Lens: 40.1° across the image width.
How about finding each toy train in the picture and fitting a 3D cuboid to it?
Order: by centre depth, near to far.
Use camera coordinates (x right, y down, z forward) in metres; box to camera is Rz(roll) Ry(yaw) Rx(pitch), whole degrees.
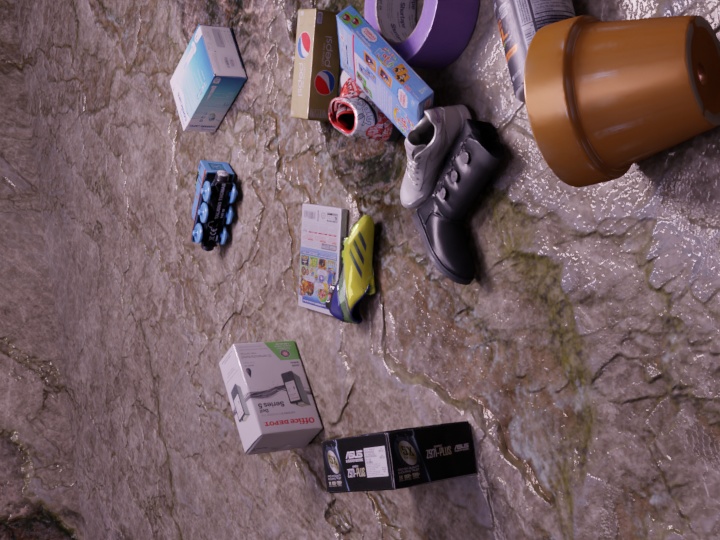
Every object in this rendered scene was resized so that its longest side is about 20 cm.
[{"bbox_3d":[-0.334,-0.146,2.223,0.115,0.086,0.202,-123,42,-51],"label":"toy train"}]

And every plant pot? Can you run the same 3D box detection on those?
[{"bbox_3d":[0.320,-0.213,1.158,0.182,0.199,0.203,-9,84,41],"label":"plant pot"}]

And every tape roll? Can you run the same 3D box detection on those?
[{"bbox_3d":[0.094,-0.425,1.566,0.199,0.084,0.203,1,91,57],"label":"tape roll"}]

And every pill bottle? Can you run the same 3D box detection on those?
[{"bbox_3d":[0.239,-0.337,1.333,0.106,0.105,0.202,-30,66,52],"label":"pill bottle"}]

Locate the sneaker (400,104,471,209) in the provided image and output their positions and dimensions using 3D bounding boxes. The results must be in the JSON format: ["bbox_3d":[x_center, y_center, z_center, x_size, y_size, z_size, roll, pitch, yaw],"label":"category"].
[{"bbox_3d":[0.096,-0.182,1.559,0.075,0.099,0.201,58,137,34],"label":"sneaker"}]

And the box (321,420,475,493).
[{"bbox_3d":[0.058,0.298,1.575,0.199,0.162,0.087,-22,73,55],"label":"box"}]

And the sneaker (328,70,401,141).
[{"bbox_3d":[-0.015,-0.298,1.711,0.202,0.107,0.068,58,136,37],"label":"sneaker"}]

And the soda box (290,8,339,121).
[{"bbox_3d":[-0.082,-0.383,1.850,0.067,0.063,0.203,19,106,54],"label":"soda box"}]

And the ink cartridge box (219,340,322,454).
[{"bbox_3d":[-0.177,0.247,1.940,0.084,0.144,0.202,-49,52,43],"label":"ink cartridge box"}]

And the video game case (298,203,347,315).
[{"bbox_3d":[-0.074,-0.022,1.890,0.143,0.018,0.203,12,101,55],"label":"video game case"}]

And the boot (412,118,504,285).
[{"bbox_3d":[0.165,-0.104,1.497,0.201,0.065,0.166,-57,48,34],"label":"boot"}]

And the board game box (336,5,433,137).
[{"bbox_3d":[0.038,-0.306,1.572,0.200,0.036,0.152,50,169,16],"label":"board game box"}]

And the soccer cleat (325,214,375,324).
[{"bbox_3d":[0.000,0.000,1.759,0.083,0.065,0.202,24,110,21],"label":"soccer cleat"}]

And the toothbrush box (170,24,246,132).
[{"bbox_3d":[-0.346,-0.429,2.223,0.200,0.085,0.148,-47,54,45],"label":"toothbrush box"}]
